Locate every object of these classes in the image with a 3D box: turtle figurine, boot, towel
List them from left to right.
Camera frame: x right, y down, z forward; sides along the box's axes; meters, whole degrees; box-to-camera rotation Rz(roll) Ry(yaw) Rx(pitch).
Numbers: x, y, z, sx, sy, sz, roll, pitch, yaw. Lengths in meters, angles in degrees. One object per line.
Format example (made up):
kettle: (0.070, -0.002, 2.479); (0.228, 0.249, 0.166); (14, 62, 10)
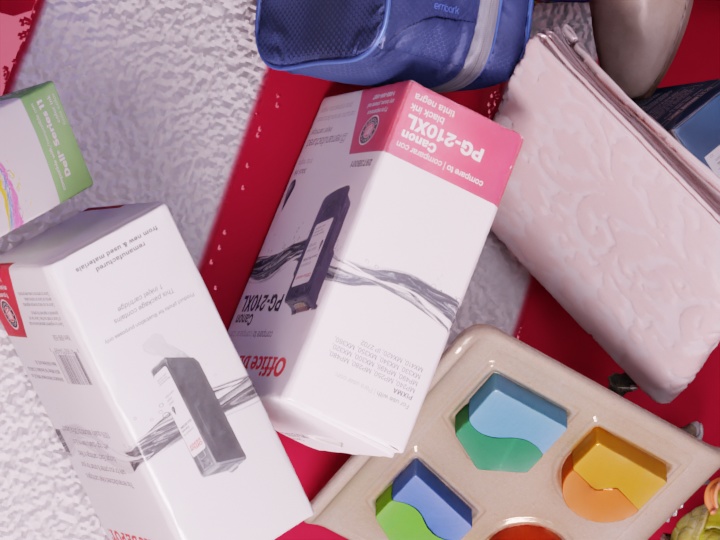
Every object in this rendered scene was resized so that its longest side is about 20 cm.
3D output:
boot: (0.132, -0.209, 1.647); (0.146, 0.070, 0.201); (10, 83, -52)
towel: (0.150, -0.031, 1.672); (0.032, 0.200, 0.191); (-37, 77, -25)
turtle figurine: (0.210, 0.189, 1.756); (0.064, 0.200, 0.162); (21, 101, 0)

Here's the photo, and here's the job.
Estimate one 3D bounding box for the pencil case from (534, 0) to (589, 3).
pencil case: (0.186, -0.204, 1.779); (0.199, 0.078, 0.087); (-2, 47, -22)

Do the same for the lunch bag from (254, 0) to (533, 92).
lunch bag: (0.030, -0.206, 1.682); (0.132, 0.136, 0.201); (7, 88, -38)

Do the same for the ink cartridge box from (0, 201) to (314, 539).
ink cartridge box: (-0.124, 0.069, 1.613); (0.084, 0.144, 0.201); (-28, 101, -21)

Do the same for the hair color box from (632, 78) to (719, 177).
hair color box: (0.184, -0.055, 1.713); (0.060, 0.200, 0.100); (-38, 104, -20)

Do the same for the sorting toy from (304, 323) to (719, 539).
sorting toy: (0.093, 0.134, 1.703); (0.199, 0.037, 0.185); (26, 124, -22)

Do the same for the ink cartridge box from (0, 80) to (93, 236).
ink cartridge box: (-0.248, -0.035, 1.526); (0.200, 0.117, 0.068); (-36, 109, -59)

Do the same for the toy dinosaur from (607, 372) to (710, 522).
toy dinosaur: (0.130, 0.122, 1.755); (0.199, 0.077, 0.103); (-10, 124, -10)

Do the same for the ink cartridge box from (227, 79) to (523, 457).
ink cartridge box: (0.000, 0.000, 1.665); (0.084, 0.145, 0.201); (25, 80, -19)
